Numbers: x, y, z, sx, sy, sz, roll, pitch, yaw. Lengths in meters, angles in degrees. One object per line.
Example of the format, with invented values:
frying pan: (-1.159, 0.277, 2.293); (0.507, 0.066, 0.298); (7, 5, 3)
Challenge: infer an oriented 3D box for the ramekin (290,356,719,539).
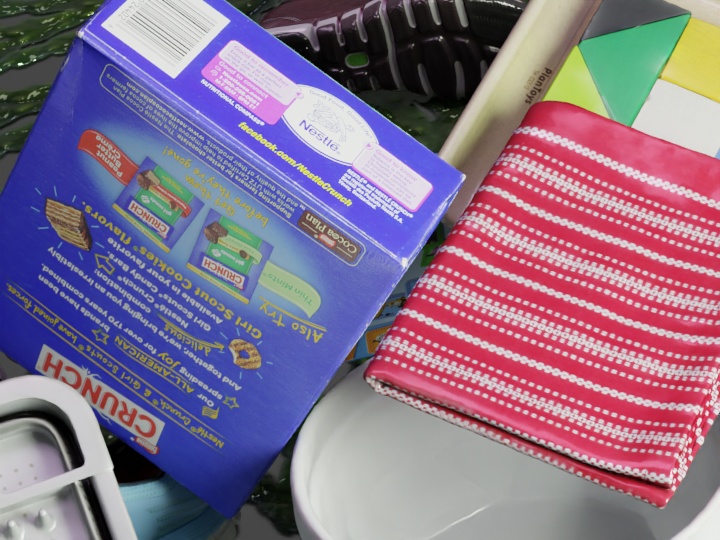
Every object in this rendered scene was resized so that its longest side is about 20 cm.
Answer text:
ramekin: (0.073, 0.117, 1.103); (0.200, 0.105, 0.200); (-6, 34, 4)

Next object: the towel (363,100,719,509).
towel: (0.105, 0.006, 1.095); (0.145, 0.023, 0.200); (22, 48, 14)

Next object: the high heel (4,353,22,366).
high heel: (-0.113, -0.002, 1.377); (0.200, 0.067, 0.096); (-29, 18, -14)

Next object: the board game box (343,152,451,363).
board game box: (0.000, 0.000, 1.260); (0.200, 0.151, 0.037); (-15, 64, -8)

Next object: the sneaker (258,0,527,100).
sneaker: (0.022, -0.160, 1.562); (0.200, 0.076, 0.116); (-4, 31, 9)

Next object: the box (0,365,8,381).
box: (-0.273, 0.075, 1.205); (0.200, 0.160, 0.044); (-29, 3, -26)

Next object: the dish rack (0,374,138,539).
dish rack: (-0.173, 0.160, 1.077); (0.171, 0.044, 0.200); (-19, 71, -10)

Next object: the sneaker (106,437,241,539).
sneaker: (-0.148, 0.124, 1.158); (0.078, 0.090, 0.200); (23, 46, 39)

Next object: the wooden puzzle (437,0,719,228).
wooden puzzle: (0.156, -0.062, 1.193); (0.200, 0.037, 0.185); (26, 61, 9)

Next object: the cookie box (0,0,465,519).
cookie box: (-0.074, -0.011, 1.101); (0.171, 0.200, 0.075); (36, 44, 2)
